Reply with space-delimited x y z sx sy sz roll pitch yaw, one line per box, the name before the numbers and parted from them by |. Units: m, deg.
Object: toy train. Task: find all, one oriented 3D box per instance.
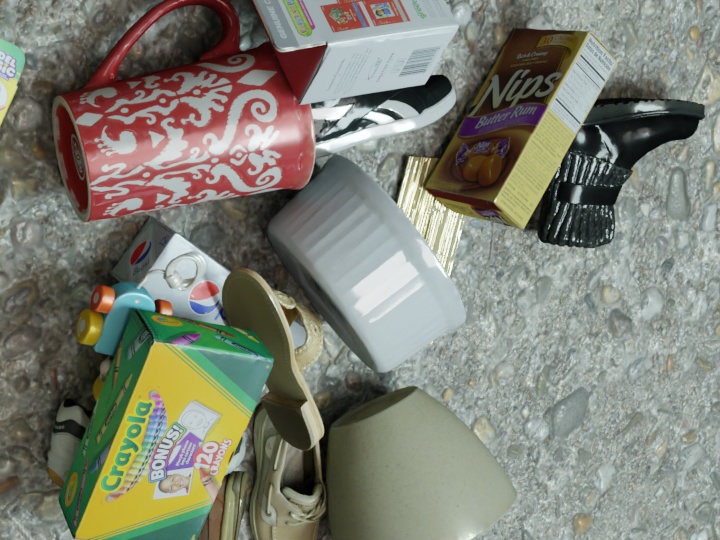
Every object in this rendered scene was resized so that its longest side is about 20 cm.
toy train | -0.175 0.071 1.133 0.149 0.056 0.201 -24 126 -16

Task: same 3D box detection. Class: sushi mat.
sushi mat | 0.063 -0.020 1.339 0.095 0.012 0.202 9 100 -33

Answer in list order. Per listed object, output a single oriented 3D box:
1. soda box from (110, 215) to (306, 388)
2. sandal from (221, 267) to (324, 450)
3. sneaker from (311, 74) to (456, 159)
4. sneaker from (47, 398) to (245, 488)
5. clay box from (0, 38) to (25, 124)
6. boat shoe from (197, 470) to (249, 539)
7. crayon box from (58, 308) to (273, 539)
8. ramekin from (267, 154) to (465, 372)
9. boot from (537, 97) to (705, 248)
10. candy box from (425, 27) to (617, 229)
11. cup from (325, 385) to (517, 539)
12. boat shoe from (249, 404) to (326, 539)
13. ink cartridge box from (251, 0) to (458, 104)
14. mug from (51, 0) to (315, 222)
soda box | -0.134 0.034 1.197 0.200 0.063 0.069 38 85 -35
sandal | -0.065 0.066 1.180 0.070 0.077 0.213 -44 133 -36
sneaker | 0.003 -0.183 1.210 0.199 0.073 0.113 -23 116 -25
sneaker | -0.193 0.152 1.191 0.199 0.075 0.089 -1 99 -37
clay box | -0.359 -0.108 1.014 0.114 0.047 0.201 24 90 -36
boat shoe | -0.158 0.285 1.268 0.067 0.072 0.202 11 110 -1
crayon box | -0.170 0.139 1.102 0.118 0.058 0.201 12 111 -34
ramekin | 0.000 0.000 1.197 0.097 0.200 0.201 -38 122 -8
boot | 0.287 -0.110 1.413 0.209 0.079 0.160 -6 102 -20
candy box | 0.161 -0.148 1.289 0.056 0.116 0.201 37 78 -34
cup | 0.042 0.205 1.309 0.199 0.200 0.144 -26 92 -24
boat shoe | -0.069 0.230 1.301 0.072 0.065 0.202 -11 111 -30
ink cartridge box | -0.042 -0.250 1.084 0.174 0.201 0.084 -13 156 -29
mug | -0.164 -0.133 1.107 0.198 0.179 0.134 -15 157 -24
